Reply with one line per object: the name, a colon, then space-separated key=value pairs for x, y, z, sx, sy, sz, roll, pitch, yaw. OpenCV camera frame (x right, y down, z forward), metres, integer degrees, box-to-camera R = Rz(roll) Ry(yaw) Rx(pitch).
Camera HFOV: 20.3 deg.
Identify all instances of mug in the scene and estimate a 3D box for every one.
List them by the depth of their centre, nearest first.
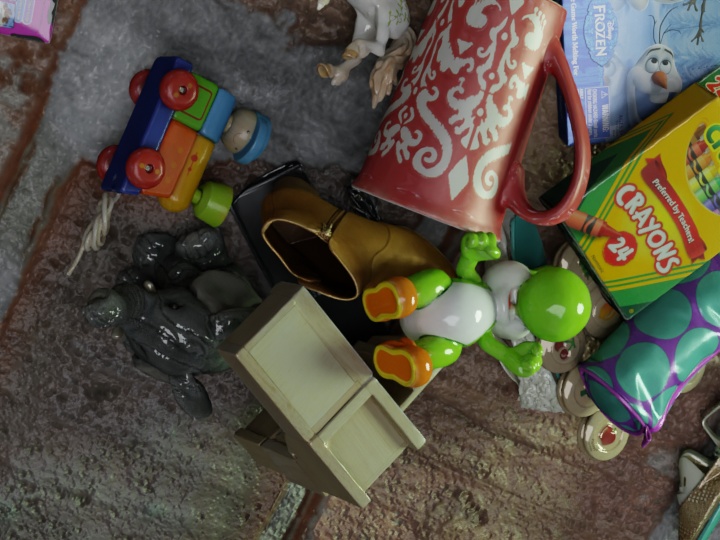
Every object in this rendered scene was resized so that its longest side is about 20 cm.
mug: x=0.107 y=-0.133 z=1.671 sx=0.177 sy=0.133 sz=0.201 roll=19 pitch=93 yaw=-9

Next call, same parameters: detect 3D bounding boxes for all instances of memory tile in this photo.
memory tile: x=0.224 y=0.056 z=1.778 sx=0.153 sy=0.017 sz=0.201 roll=-37 pitch=115 yaw=-18

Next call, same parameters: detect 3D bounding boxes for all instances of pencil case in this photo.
pencil case: x=0.284 y=0.056 z=1.751 sx=0.200 sy=0.085 sz=0.092 roll=-41 pitch=77 yaw=-14

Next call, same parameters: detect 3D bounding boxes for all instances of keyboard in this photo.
keyboard: x=-0.020 y=-0.007 z=1.766 sx=0.127 sy=0.021 sz=0.201 roll=-25 pitch=110 yaw=8

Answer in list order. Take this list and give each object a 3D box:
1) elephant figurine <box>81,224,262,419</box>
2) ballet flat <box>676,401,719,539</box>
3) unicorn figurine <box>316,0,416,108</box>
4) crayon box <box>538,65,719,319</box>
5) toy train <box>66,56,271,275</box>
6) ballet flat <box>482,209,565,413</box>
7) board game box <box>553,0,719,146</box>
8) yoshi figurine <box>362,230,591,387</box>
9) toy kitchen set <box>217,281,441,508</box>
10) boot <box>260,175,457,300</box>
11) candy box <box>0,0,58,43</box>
elephant figurine: x=-0.147 y=0.052 z=1.675 sx=0.154 sy=0.200 sz=0.142 roll=-6 pitch=109 yaw=-4
ballet flat: x=0.334 y=0.169 z=1.848 sx=0.065 sy=0.070 sz=0.201 roll=34 pitch=100 yaw=12
unicorn figurine: x=0.000 y=-0.247 z=1.655 sx=0.137 sy=0.074 sz=0.201 roll=-45 pitch=139 yaw=-33
crayon box: x=0.268 y=-0.069 z=1.709 sx=0.200 sy=0.051 sz=0.127 roll=-37 pitch=115 yaw=-1
toy train: x=-0.159 y=-0.067 z=1.677 sx=0.115 sy=0.085 sz=0.201 roll=26 pitch=83 yaw=-27
ballet flat: x=0.139 y=0.040 z=1.778 sx=0.071 sy=0.072 sz=0.201 roll=-18 pitch=107 yaw=0
board game box: x=0.265 y=-0.216 z=1.715 sx=0.198 sy=0.043 sz=0.201 roll=-7 pitch=110 yaw=-5
yoshi figurine: x=0.108 y=0.032 z=1.628 sx=0.199 sy=0.112 sz=0.113 roll=-13 pitch=140 yaw=-36
toy kitchen set: x=-0.037 y=0.066 z=1.686 sx=0.163 sy=0.200 sz=0.181 roll=-46 pitch=114 yaw=-17
boot: x=0.000 y=-0.001 z=1.681 sx=0.201 sy=0.144 sz=0.071 roll=32 pitch=108 yaw=-12
candy box: x=-0.336 y=-0.273 z=1.621 sx=0.199 sy=0.061 sz=0.137 roll=11 pitch=107 yaw=-10
